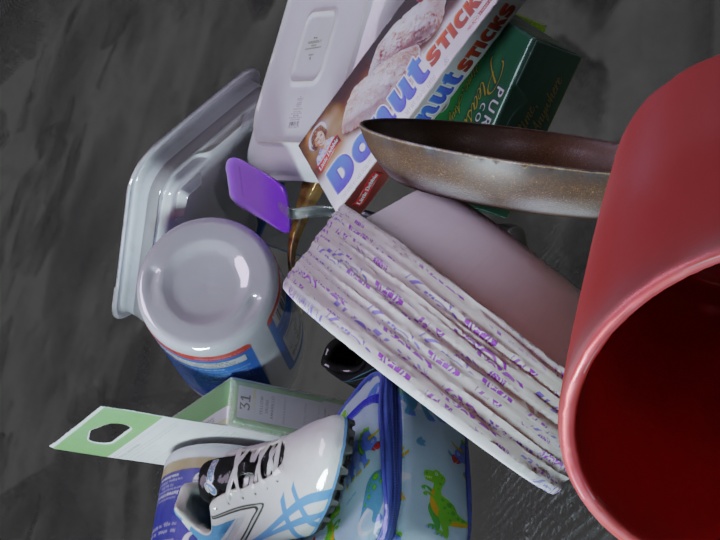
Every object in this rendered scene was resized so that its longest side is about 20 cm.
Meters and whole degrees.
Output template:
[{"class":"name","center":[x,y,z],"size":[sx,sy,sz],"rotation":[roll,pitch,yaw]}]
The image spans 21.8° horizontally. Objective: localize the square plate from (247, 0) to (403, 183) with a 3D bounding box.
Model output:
[{"class":"square plate","center":[-0.024,-0.163,1.397],"size":[0.200,0.028,0.199],"rotation":[9,82,64]}]

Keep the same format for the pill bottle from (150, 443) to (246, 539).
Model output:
[{"class":"pill bottle","center":[-0.108,0.246,1.445],"size":[0.120,0.119,0.201],"rotation":[-38,40,57]}]

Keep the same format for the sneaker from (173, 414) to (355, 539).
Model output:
[{"class":"sneaker","center":[-0.065,0.145,1.259],"size":[0.200,0.072,0.072],"rotation":[-39,34,52]}]

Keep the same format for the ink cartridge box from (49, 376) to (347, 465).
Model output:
[{"class":"ink cartridge box","center":[-0.129,0.123,1.482],"size":[0.145,0.199,0.048],"rotation":[144,136,-58]}]

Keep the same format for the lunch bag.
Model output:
[{"class":"lunch bag","center":[-0.002,0.177,1.288],"size":[0.200,0.082,0.161],"rotation":[-51,26,42]}]

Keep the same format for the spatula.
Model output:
[{"class":"spatula","center":[-0.015,-0.039,1.379],"size":[0.057,0.199,0.021],"rotation":[85,-152,-48]}]

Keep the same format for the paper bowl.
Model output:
[{"class":"paper bowl","center":[0.062,0.030,1.074],"size":[0.105,0.200,0.201],"rotation":[-52,22,0]}]

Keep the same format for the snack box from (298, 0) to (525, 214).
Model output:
[{"class":"snack box","center":[0.033,-0.133,1.256],"size":[0.200,0.024,0.072],"rotation":[-52,48,26]}]

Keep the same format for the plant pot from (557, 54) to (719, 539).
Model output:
[{"class":"plant pot","center":[0.184,0.008,0.820],"size":[0.201,0.200,0.178],"rotation":[-56,16,37]}]

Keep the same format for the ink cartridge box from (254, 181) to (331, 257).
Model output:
[{"class":"ink cartridge box","center":[-0.057,-0.112,1.673],"size":[0.116,0.066,0.200],"rotation":[-64,23,24]}]

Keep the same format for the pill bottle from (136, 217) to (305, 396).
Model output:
[{"class":"pill bottle","center":[-0.104,0.044,1.493],"size":[0.200,0.112,0.113],"rotation":[73,-155,-67]}]

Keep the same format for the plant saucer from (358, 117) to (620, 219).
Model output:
[{"class":"plant saucer","center":[0.096,-0.058,1.067],"size":[0.200,0.199,0.032],"rotation":[-144,61,-68]}]

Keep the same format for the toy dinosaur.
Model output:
[{"class":"toy dinosaur","center":[-0.030,-0.081,1.431],"size":[0.201,0.060,0.106],"rotation":[-62,16,12]}]

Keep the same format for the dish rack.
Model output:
[{"class":"dish rack","center":[-0.128,-0.052,1.522],"size":[0.172,0.043,0.200],"rotation":[-44,-21,-38]}]

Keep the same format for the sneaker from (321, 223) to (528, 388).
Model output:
[{"class":"sneaker","center":[0.045,0.033,1.285],"size":[0.200,0.079,0.076],"rotation":[-50,30,43]}]

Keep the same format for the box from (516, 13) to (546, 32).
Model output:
[{"class":"box","center":[0.063,-0.136,1.413],"size":[0.200,0.047,0.123],"rotation":[21,94,69]}]

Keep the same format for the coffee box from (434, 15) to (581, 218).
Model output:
[{"class":"coffee box","center":[0.067,-0.127,1.286],"size":[0.123,0.044,0.200],"rotation":[-66,29,12]}]

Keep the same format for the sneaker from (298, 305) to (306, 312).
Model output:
[{"class":"sneaker","center":[0.000,0.000,1.426],"size":[0.200,0.074,0.082],"rotation":[-173,99,-70]}]
